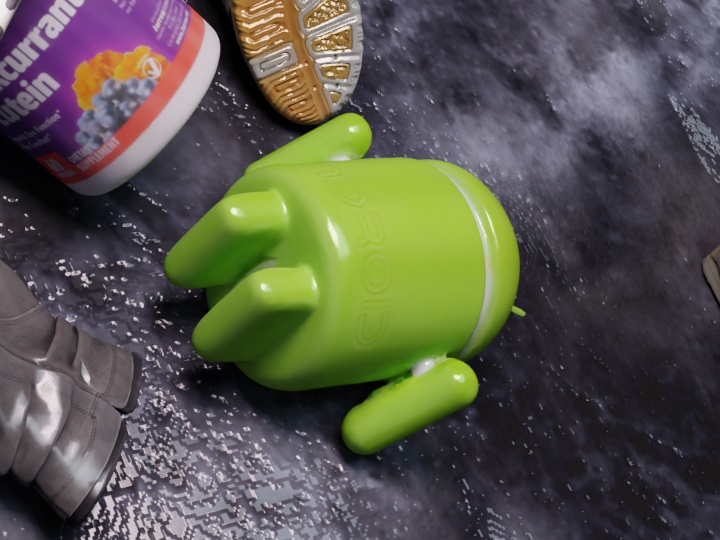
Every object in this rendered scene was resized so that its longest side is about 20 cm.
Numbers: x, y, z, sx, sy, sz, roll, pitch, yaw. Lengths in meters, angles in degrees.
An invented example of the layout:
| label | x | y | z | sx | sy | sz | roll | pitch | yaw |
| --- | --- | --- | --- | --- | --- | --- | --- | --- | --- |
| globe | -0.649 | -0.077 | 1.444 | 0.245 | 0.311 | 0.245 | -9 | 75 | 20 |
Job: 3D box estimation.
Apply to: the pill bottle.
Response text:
| label | x | y | z | sx | sy | sz | roll | pitch | yaw |
| --- | --- | --- | --- | --- | --- | --- | --- | --- | --- |
| pill bottle | -0.176 | -0.137 | 0.958 | 0.200 | 0.111 | 0.112 | 40 | 40 | -25 |

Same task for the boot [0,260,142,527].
| label | x | y | z | sx | sy | sz | roll | pitch | yaw |
| --- | --- | --- | --- | --- | --- | --- | --- | --- | --- |
| boot | -0.171 | 0.076 | 0.858 | 0.132 | 0.070 | 0.200 | 38 | 46 | -15 |

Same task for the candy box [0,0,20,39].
| label | x | y | z | sx | sy | sz | roll | pitch | yaw |
| --- | --- | --- | --- | --- | --- | --- | --- | --- | --- |
| candy box | -0.210 | -0.185 | 0.844 | 0.168 | 0.072 | 0.200 | 27 | 69 | -16 |

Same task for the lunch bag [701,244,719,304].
| label | x | y | z | sx | sy | sz | roll | pitch | yaw |
| --- | --- | --- | --- | --- | --- | --- | --- | --- | --- |
| lunch bag | 0.353 | 0.001 | 1.254 | 0.200 | 0.164 | 0.118 | 10 | 46 | -31 |

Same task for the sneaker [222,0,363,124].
| label | x | y | z | sx | sy | sz | roll | pitch | yaw |
| --- | --- | --- | --- | --- | --- | --- | --- | --- | --- |
| sneaker | -0.057 | -0.181 | 1.146 | 0.076 | 0.088 | 0.200 | -21 | 93 | -11 |

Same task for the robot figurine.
| label | x | y | z | sx | sy | sz | roll | pitch | yaw |
| --- | --- | --- | --- | --- | --- | --- | --- | --- | --- |
| robot figurine | 0.000 | 0.000 | 1.012 | 0.200 | 0.116 | 0.176 | -6 | 62 | -41 |
